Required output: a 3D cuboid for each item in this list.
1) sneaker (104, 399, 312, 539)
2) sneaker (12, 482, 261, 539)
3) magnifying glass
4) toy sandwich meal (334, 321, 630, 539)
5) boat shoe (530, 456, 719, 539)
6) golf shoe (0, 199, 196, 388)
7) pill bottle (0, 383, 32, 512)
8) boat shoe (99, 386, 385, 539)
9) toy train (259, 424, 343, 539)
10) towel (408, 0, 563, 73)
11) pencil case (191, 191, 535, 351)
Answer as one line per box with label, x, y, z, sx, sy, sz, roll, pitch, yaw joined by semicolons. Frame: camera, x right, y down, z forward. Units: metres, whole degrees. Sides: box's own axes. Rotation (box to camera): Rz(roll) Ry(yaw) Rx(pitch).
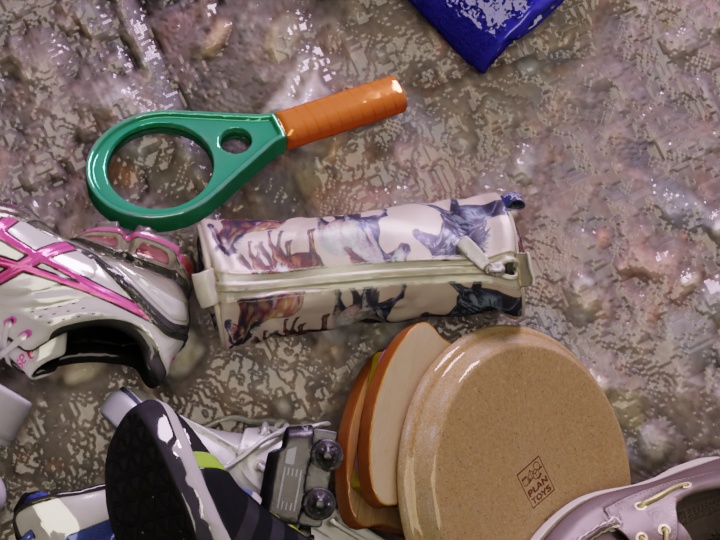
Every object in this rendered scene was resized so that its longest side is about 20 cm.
sneaker;-0.058;0.153;0.881;0.083;0.072;0.200;-21;79;-46
sneaker;-0.150;0.179;0.919;0.115;0.081;0.200;31;74;-1
magnifying glass;-0.067;-0.077;1.032;0.200;0.022;0.080;-18;58;-16
toy sandwich meal;0.074;0.124;1.013;0.205;0.070;0.206;8;77;-39
boat shoe;0.173;0.157;0.998;0.200;0.059;0.072;-17;95;-35
golf shoe;-0.195;0.013;0.978;0.200;0.073;0.092;9;55;-6
pill bottle;-0.265;0.140;0.950;0.112;0.112;0.200;31;82;-4
boat shoe;-0.052;0.117;1.001;0.202;0.075;0.086;40;81;-6
toy train;-0.047;0.183;0.949;0.046;0.034;0.200;10;81;-8
towel;0.058;-0.240;1.062;0.200;0.050;0.148;44;80;-2
pencil case;0.000;0.000;1.012;0.200;0.089;0.078;-6;85;-8
